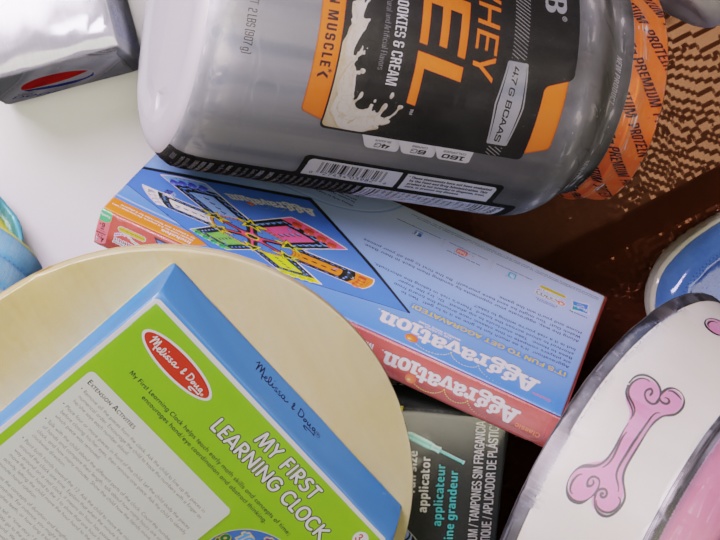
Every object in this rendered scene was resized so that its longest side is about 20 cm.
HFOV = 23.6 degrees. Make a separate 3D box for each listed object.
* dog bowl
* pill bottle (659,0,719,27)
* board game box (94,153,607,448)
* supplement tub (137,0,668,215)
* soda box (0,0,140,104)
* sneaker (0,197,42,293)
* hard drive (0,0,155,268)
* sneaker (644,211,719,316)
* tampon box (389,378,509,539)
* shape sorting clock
[{"bbox_3d":[0.132,0.115,0.716,0.073,0.200,0.201,26,97,30],"label":"dog bowl"},{"bbox_3d":[0.162,-0.215,0.730,0.113,0.113,0.201,33,95,-6],"label":"pill bottle"},{"bbox_3d":[0.000,0.000,0.715,0.199,0.103,0.020,25,121,6],"label":"board game box"},{"bbox_3d":[0.017,-0.090,0.706,0.198,0.122,0.124,7,97,-19],"label":"supplement tub"},{"bbox_3d":[-0.152,-0.177,0.733,0.068,0.063,0.202,-14,88,2],"label":"soda box"},{"bbox_3d":[-0.212,0.023,0.756,0.080,0.199,0.131,44,55,-42],"label":"sneaker"},{"bbox_3d":[-0.090,-0.074,0.782,0.200,0.027,0.132,-40,97,2],"label":"hard drive"},{"bbox_3d":[0.231,0.004,0.761,0.198,0.111,0.077,-6,97,-1],"label":"sneaker"},{"bbox_3d":[-0.049,0.107,0.744,0.198,0.126,0.151,2,104,-6],"label":"tampon box"},{"bbox_3d":[-0.077,0.086,0.649,0.198,0.039,0.202,-3,111,-8],"label":"shape sorting clock"}]
